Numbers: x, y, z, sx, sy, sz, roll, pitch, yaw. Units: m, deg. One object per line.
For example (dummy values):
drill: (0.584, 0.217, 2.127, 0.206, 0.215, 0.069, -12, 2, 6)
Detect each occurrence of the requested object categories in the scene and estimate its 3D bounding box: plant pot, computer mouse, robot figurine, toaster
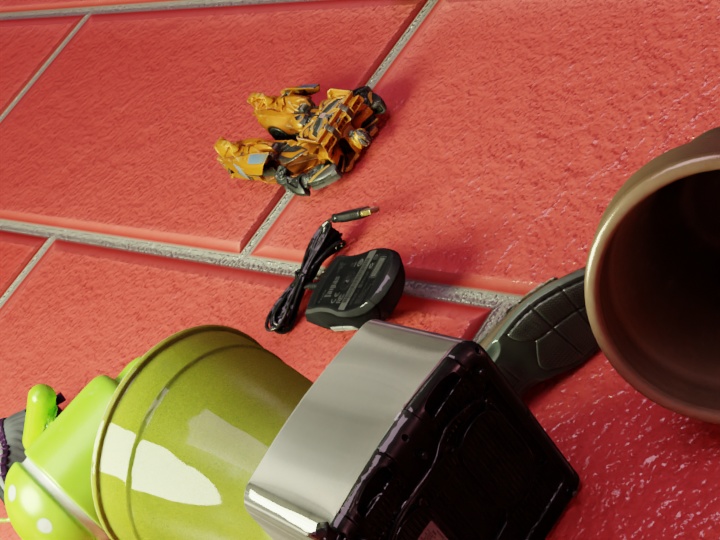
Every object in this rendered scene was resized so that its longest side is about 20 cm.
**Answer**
plant pot: (0.264, -0.021, 1.144, 0.199, 0.201, 0.175, -24, 18, 26)
plant pot: (-0.071, 0.164, 1.274, 0.192, 0.201, 0.201, 19, 64, 43)
computer mouse: (0.000, 0.000, 1.518, 0.199, 0.046, 0.141, -13, 44, 56)
robot figurine: (-0.063, -0.144, 1.743, 0.199, 0.058, 0.146, 3, 53, 49)
toaster: (0.034, 0.151, 1.148, 0.118, 0.200, 0.181, 13, 60, 48)
robot figurine: (-0.235, 0.176, 1.483, 0.175, 0.116, 0.200, 38, 78, 28)

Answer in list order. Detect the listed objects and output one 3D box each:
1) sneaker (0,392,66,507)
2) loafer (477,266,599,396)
sneaker: (-0.312, 0.180, 1.608, 0.087, 0.075, 0.200, -36, 31, -2)
loafer: (0.120, 0.060, 1.291, 0.200, 0.072, 0.063, -42, 25, 3)
